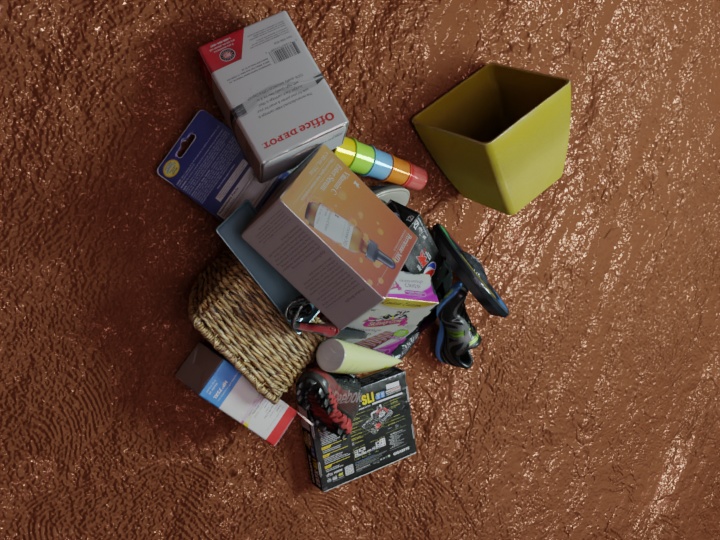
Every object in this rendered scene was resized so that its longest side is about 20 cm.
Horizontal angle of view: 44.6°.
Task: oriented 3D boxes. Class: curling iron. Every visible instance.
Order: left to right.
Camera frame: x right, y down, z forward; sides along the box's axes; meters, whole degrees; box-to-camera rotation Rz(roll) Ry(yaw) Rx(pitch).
[{"bbox_3d":[-0.044,0.080,1.308,0.199,0.025,0.050,26,86,-53],"label":"curling iron"}]

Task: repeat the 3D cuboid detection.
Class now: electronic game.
[{"bbox_3d":[0.190,-0.001,1.511,0.042,0.200,0.200,-39,119,9],"label":"electronic game"}]

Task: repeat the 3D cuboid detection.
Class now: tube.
[{"bbox_3d":[-0.003,0.143,1.393,0.052,0.058,0.200,-59,155,4],"label":"tube"}]

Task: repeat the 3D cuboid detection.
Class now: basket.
[{"bbox_3d":[-0.172,0.080,1.338,0.200,0.142,0.149,48,70,-24],"label":"basket"}]

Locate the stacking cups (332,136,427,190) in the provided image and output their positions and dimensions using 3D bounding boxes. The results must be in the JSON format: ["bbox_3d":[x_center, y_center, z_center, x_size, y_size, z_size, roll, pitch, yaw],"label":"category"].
[{"bbox_3d":[0.028,-0.176,1.455,0.199,0.060,0.061,14,92,-31],"label":"stacking cups"}]

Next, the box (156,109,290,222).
[{"bbox_3d":[-0.191,-0.135,1.319,0.199,0.032,0.122,37,90,-11],"label":"box"}]

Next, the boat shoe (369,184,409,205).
[{"bbox_3d":[-0.009,-0.106,1.452,0.199,0.057,0.067,-25,140,-29],"label":"boat shoe"}]

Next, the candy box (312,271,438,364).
[{"bbox_3d":[0.018,0.081,1.431,0.135,0.061,0.200,6,140,-30],"label":"candy box"}]

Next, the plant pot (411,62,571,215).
[{"bbox_3d":[0.241,-0.216,1.506,0.199,0.199,0.177,-37,126,-19],"label":"plant pot"}]

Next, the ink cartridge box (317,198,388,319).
[{"bbox_3d":[0.000,0.000,1.444,0.201,0.057,0.163,-57,149,-14],"label":"ink cartridge box"}]

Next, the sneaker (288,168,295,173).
[{"bbox_3d":[-0.087,-0.174,1.362,0.076,0.087,0.202,-35,124,-63],"label":"sneaker"}]

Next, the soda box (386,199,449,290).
[{"bbox_3d":[0.080,-0.029,1.433,0.071,0.063,0.200,-52,147,-11],"label":"soda box"}]

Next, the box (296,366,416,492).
[{"bbox_3d":[-0.003,0.274,1.533,0.198,0.049,0.161,-17,105,-26],"label":"box"}]

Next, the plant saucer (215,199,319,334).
[{"bbox_3d":[-0.129,-0.003,1.267,0.070,0.019,0.201,-48,113,-28],"label":"plant saucer"}]

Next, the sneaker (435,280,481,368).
[{"bbox_3d":[0.178,0.097,1.548,0.071,0.082,0.201,-46,147,-36],"label":"sneaker"}]

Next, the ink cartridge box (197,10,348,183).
[{"bbox_3d":[-0.127,-0.250,1.274,0.143,0.084,0.201,-27,79,-13],"label":"ink cartridge box"}]

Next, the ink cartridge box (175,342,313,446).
[{"bbox_3d":[-0.180,0.203,1.375,0.200,0.116,0.068,41,78,-29],"label":"ink cartridge box"}]

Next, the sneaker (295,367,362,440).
[{"bbox_3d":[-0.046,0.191,1.396,0.098,0.070,0.201,-62,154,-22],"label":"sneaker"}]

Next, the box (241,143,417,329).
[{"bbox_3d":[-0.040,-0.048,1.246,0.200,0.106,0.153,43,43,-12],"label":"box"}]

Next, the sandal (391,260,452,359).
[{"bbox_3d":[0.112,0.074,1.561,0.075,0.048,0.201,37,80,-30],"label":"sandal"}]
